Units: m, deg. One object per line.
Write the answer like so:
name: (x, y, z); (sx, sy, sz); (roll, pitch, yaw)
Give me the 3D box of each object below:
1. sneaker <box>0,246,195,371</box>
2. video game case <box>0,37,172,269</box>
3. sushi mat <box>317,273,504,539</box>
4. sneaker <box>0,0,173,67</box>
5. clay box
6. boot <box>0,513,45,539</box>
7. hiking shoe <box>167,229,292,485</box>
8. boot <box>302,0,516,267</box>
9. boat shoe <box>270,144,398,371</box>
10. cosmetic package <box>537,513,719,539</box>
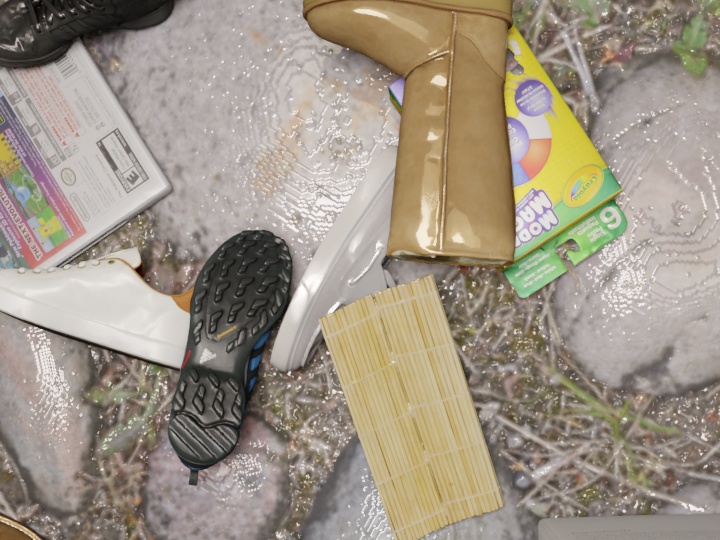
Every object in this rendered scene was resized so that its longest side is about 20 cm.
sneaker: (-0.222, 0.014, 0.826); (0.197, 0.073, 0.086); (18, 81, -9)
video game case: (-0.284, -0.101, 0.864); (0.181, 0.023, 0.202); (-33, 84, 0)
sushi mat: (0.041, 0.110, 0.798); (0.094, 0.012, 0.203); (-18, 101, 0)
sneaker: (-0.213, -0.227, 0.816); (0.197, 0.104, 0.061); (-20, 81, -14)
clay box: (0.121, -0.092, 0.823); (0.114, 0.048, 0.202); (-33, 82, 1)
boot: (-0.270, 0.257, 0.803); (0.199, 0.075, 0.074); (38, 90, 7)
hiking shoe: (-0.110, 0.061, 0.811); (0.073, 0.087, 0.202); (21, 63, -6)
boot: (0.036, -0.110, 0.775); (0.172, 0.066, 0.204); (3, 84, 4)
boat shoe: (0.000, 0.000, 0.818); (0.068, 0.072, 0.202); (30, 78, 6)
cosmetic package: (0.216, 0.265, 0.707); (0.163, 0.200, 0.171); (-3, 84, 4)
